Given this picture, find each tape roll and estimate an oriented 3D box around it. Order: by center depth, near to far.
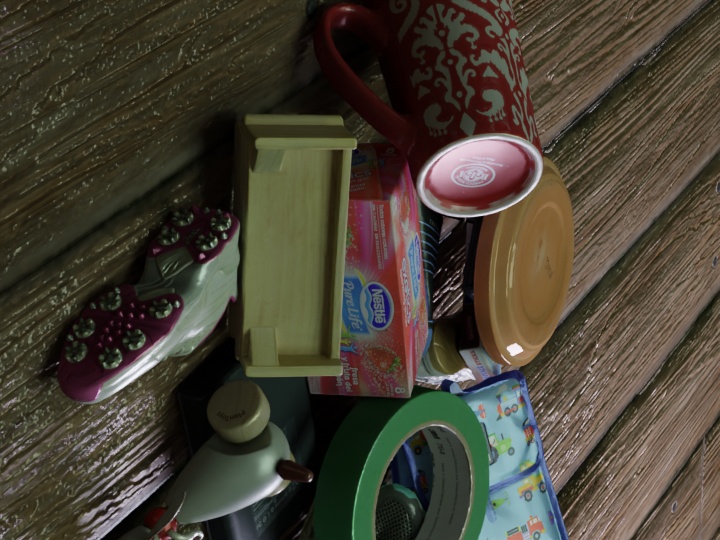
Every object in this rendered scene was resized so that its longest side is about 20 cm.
[{"bbox_3d":[0.040,0.204,1.429,0.199,0.048,0.203,-11,104,-48],"label":"tape roll"}]

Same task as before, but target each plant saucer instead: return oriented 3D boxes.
[{"bbox_3d":[0.162,-0.008,1.521,0.200,0.032,0.203,-28,122,-58],"label":"plant saucer"}]

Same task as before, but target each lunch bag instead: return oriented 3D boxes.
[{"bbox_3d":[0.106,0.198,1.572,0.149,0.094,0.202,-20,109,-23],"label":"lunch bag"}]

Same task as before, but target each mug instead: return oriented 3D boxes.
[{"bbox_3d":[0.061,-0.150,1.344,0.134,0.175,0.202,69,8,-56],"label":"mug"}]

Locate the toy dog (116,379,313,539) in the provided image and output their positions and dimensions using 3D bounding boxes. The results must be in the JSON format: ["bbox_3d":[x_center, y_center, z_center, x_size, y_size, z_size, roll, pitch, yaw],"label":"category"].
[{"bbox_3d":[-0.111,0.189,1.253,0.132,0.096,0.201,34,84,-49],"label":"toy dog"}]

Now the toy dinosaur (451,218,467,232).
[{"bbox_3d":[0.094,-0.100,1.484,0.102,0.058,0.201,-99,173,-54],"label":"toy dinosaur"}]

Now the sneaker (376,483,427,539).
[{"bbox_3d":[0.002,0.297,1.501,0.202,0.077,0.091,-68,169,14],"label":"sneaker"}]

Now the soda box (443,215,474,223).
[{"bbox_3d":[0.104,-0.145,1.556,0.071,0.063,0.202,-50,142,-39],"label":"soda box"}]

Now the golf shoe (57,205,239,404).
[{"bbox_3d":[-0.148,0.041,1.194,0.200,0.075,0.092,-50,145,-37],"label":"golf shoe"}]

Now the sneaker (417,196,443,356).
[{"bbox_3d":[0.047,-0.014,1.492,0.078,0.069,0.202,-25,116,-53],"label":"sneaker"}]

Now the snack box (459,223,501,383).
[{"bbox_3d":[0.127,0.013,1.628,0.072,0.024,0.202,58,31,-49],"label":"snack box"}]

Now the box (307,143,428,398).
[{"bbox_3d":[0.000,0.000,1.382,0.103,0.093,0.202,-69,157,-56],"label":"box"}]

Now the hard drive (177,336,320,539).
[{"bbox_3d":[-0.090,0.146,1.376,0.140,0.033,0.202,-45,139,-43],"label":"hard drive"}]

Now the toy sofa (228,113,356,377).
[{"bbox_3d":[-0.056,-0.022,1.266,0.098,0.082,0.202,-128,-141,-69],"label":"toy sofa"}]

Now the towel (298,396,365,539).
[{"bbox_3d":[-0.012,0.194,1.478,0.149,0.036,0.202,97,15,-70],"label":"towel"}]

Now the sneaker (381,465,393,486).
[{"bbox_3d":[0.078,0.246,1.661,0.081,0.083,0.200,-65,148,-19],"label":"sneaker"}]

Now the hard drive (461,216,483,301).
[{"bbox_3d":[0.161,-0.020,1.597,0.200,0.042,0.137,26,74,-63],"label":"hard drive"}]

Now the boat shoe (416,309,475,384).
[{"bbox_3d":[0.077,0.079,1.609,0.200,0.069,0.072,11,67,-69],"label":"boat shoe"}]
